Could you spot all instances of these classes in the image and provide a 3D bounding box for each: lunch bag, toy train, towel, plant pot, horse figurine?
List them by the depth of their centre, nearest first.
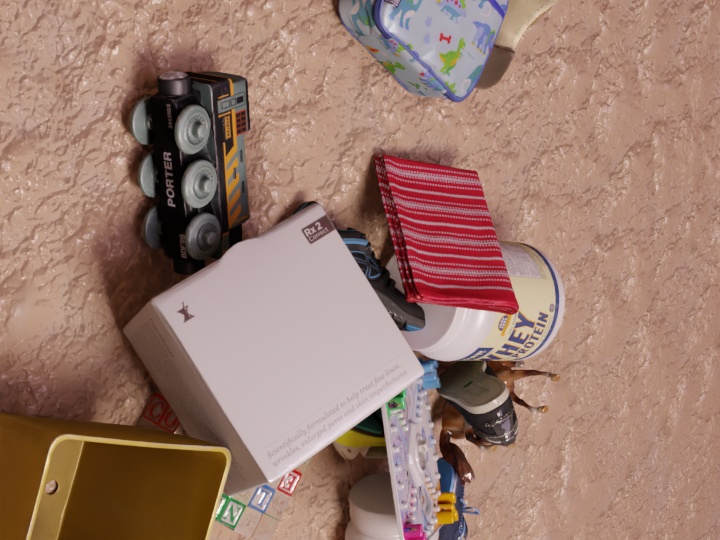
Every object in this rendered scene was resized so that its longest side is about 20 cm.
[{"bbox_3d":[-0.267,0.223,1.203,0.199,0.176,0.201,13,93,-47],"label":"plant pot"},{"bbox_3d":[-0.154,-0.098,1.286,0.114,0.085,0.201,-29,123,-48],"label":"toy train"},{"bbox_3d":[0.073,-0.292,1.455,0.200,0.082,0.162,38,73,-47],"label":"lunch bag"},{"bbox_3d":[0.095,-0.041,1.480,0.144,0.201,0.023,8,142,-29],"label":"towel"},{"bbox_3d":[0.159,0.173,1.666,0.200,0.132,0.050,-45,126,-23],"label":"horse figurine"}]

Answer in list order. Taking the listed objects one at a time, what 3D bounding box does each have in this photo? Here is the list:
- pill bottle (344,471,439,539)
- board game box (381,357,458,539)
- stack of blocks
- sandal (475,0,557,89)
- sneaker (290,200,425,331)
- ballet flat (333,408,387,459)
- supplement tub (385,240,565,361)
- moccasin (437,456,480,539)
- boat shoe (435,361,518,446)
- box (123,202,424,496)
[{"bbox_3d":[0.040,0.353,1.610,0.114,0.114,0.201,-23,119,-39],"label":"pill bottle"},{"bbox_3d":[0.068,0.205,1.502,0.200,0.026,0.202,-8,91,-75],"label":"board game box"},{"bbox_3d":[-0.149,0.198,1.402,0.200,0.058,0.116,39,75,-46],"label":"stack of blocks"},{"bbox_3d":[0.181,-0.313,1.580,0.077,0.070,0.212,30,99,-9],"label":"sandal"},{"bbox_3d":[0.000,0.000,1.450,0.199,0.073,0.082,33,68,-26],"label":"sneaker"},{"bbox_3d":[0.007,0.190,1.564,0.199,0.067,0.067,9,118,-49],"label":"ballet flat"},{"bbox_3d":[0.131,0.034,1.576,0.199,0.144,0.146,4,101,-46],"label":"supplement tub"},{"bbox_3d":[0.102,0.323,1.700,0.068,0.080,0.201,-1,118,-32],"label":"moccasin"},{"bbox_3d":[0.140,0.154,1.600,0.072,0.200,0.068,-32,106,-2],"label":"boat shoe"},{"bbox_3d":[-0.084,0.077,1.280,0.198,0.131,0.201,-32,89,-26],"label":"box"}]
